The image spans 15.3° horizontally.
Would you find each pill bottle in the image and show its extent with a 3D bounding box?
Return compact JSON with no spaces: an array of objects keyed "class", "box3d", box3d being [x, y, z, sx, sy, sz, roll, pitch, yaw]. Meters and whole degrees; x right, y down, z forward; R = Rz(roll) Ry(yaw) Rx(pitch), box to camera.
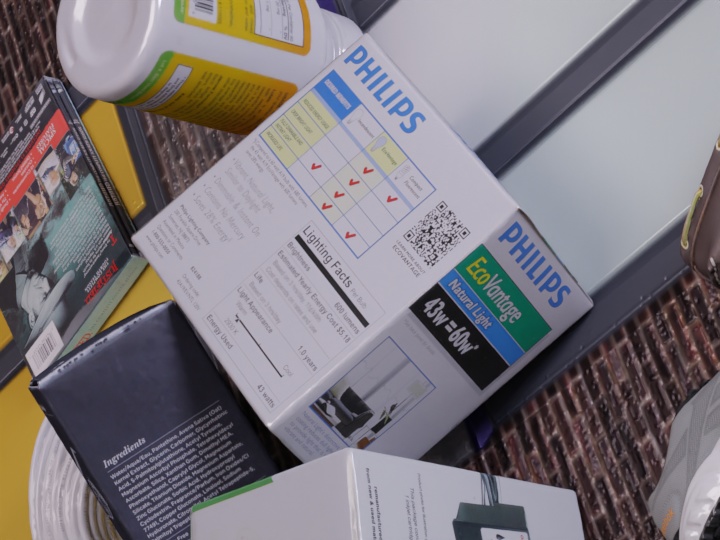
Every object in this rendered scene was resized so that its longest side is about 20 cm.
[{"class":"pill bottle","box3d":[-0.093,-0.151,1.784,0.111,0.199,0.112,-13,72,45]}]

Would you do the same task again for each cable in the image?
[{"class":"cable","box3d":[-0.153,0.157,1.880,0.199,0.069,0.201,-6,77,46]}]

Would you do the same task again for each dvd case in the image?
[{"class":"dvd case","box3d":[-0.239,-0.030,2.049,0.146,0.022,0.200,-52,48,27]}]

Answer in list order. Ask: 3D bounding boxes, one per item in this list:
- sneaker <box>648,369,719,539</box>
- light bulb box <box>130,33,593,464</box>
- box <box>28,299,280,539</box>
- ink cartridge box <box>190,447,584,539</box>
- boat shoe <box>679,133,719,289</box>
[{"class":"sneaker","box3d":[0.216,0.073,1.499,0.079,0.074,0.201,42,112,49]},{"class":"light bulb box","box3d":[0.000,0.000,1.658,0.200,0.125,0.198,-40,50,2]},{"class":"box","box3d":[-0.119,0.128,1.719,0.201,0.104,0.148,59,171,-4]},{"class":"ink cartridge box","box3d":[0.020,0.174,1.595,0.146,0.199,0.084,-24,63,40]},{"class":"boat shoe","box3d":[0.236,-0.083,1.512,0.059,0.072,0.201,32,111,43]}]
